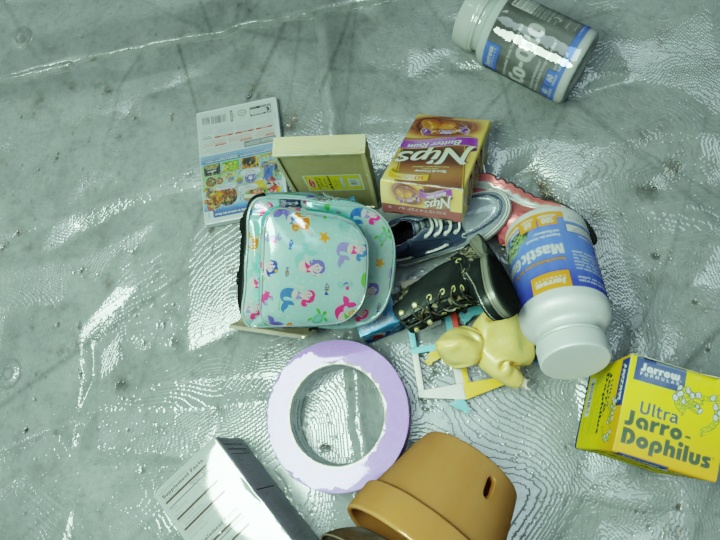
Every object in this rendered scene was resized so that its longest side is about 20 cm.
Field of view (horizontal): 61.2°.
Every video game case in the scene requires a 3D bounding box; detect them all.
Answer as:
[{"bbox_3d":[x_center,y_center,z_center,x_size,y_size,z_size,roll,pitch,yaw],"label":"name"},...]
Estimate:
[{"bbox_3d":[-0.194,-0.179,0.999,0.141,0.018,0.203,-10,74,5],"label":"video game case"}]

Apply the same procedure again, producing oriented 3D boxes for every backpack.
[{"bbox_3d":[-0.052,-0.010,0.778,0.197,0.150,0.181,3,99,-17],"label":"backpack"}]

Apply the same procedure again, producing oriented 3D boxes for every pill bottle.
[{"bbox_3d":[0.248,-0.351,0.932,0.198,0.114,0.115,32,82,15],"label":"pill bottle"},{"bbox_3d":[0.250,0.028,0.767,0.110,0.113,0.202,-5,51,7],"label":"pill bottle"}]

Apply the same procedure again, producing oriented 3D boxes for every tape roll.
[{"bbox_3d":[-0.028,0.202,0.851,0.196,0.066,0.204,-2,76,7],"label":"tape roll"}]

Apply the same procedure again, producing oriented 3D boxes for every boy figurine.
[{"bbox_3d":[0.199,0.103,0.825,0.196,0.065,0.126,-9,75,-7],"label":"boy figurine"}]

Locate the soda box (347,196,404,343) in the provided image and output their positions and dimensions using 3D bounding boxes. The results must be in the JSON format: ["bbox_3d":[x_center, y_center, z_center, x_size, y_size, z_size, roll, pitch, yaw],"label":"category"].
[{"bbox_3d":[0.000,0.000,0.898,0.063,0.068,0.203,-21,74,4],"label":"soda box"}]

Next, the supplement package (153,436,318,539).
[{"bbox_3d":[-0.157,0.335,0.809,0.109,0.114,0.200,-42,73,-5],"label":"supplement package"}]

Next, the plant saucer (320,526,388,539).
[{"bbox_3d":[0.039,0.375,0.740,0.199,0.202,0.037,34,57,15],"label":"plant saucer"}]

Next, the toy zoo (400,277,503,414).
[{"bbox_3d":[0.136,0.104,0.876,0.129,0.020,0.203,-11,75,5],"label":"toy zoo"}]

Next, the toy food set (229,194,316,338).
[{"bbox_3d":[-0.124,-0.010,0.887,0.141,0.060,0.204,3,87,30],"label":"toy food set"}]

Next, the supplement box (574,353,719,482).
[{"bbox_3d":[0.342,0.179,0.734,0.107,0.200,0.111,14,77,12],"label":"supplement box"}]

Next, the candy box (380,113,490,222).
[{"bbox_3d":[0.112,-0.152,0.870,0.115,0.057,0.201,9,43,17],"label":"candy box"}]

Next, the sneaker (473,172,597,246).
[{"bbox_3d":[0.242,-0.065,0.890,0.198,0.074,0.088,28,91,21],"label":"sneaker"}]

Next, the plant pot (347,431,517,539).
[{"bbox_3d":[0.101,0.299,0.752,0.199,0.201,0.140,34,62,15],"label":"plant pot"}]

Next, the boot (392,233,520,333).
[{"bbox_3d":[0.117,0.040,0.782,0.153,0.204,0.074,-35,105,16],"label":"boot"}]

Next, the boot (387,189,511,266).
[{"bbox_3d":[0.114,-0.060,0.857,0.198,0.090,0.074,-27,74,19],"label":"boot"}]

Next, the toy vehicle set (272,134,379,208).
[{"bbox_3d":[-0.042,-0.135,0.871,0.122,0.200,0.027,0,75,6],"label":"toy vehicle set"}]
